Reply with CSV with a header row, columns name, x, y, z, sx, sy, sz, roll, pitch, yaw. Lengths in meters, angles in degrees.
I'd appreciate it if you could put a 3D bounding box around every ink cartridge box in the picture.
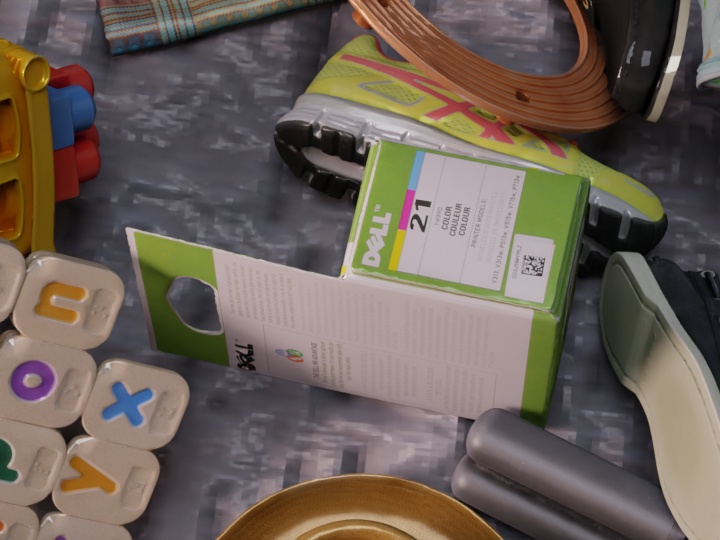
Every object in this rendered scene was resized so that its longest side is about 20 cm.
name,x,y,z,sx,sy,sz,roll,pitch,yaw
ink cartridge box,0.000,0.000,1.182,0.200,0.148,0.076,12,67,6

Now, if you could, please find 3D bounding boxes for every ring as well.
name,x,y,z,sx,sy,sz,roll,pitch,yaw
ring,0.055,-0.140,1.255,0.200,0.019,0.201,25,37,-21

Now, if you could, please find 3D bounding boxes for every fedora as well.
name,x,y,z,sx,sy,sz,roll,pitch,yaw
fedora,0.002,0.179,1.139,0.200,0.082,0.201,0,67,1

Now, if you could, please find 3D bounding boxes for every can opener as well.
name,x,y,z,sx,sy,sz,roll,pitch,yaw
can opener,0.145,0.119,1.192,0.200,0.053,0.067,26,37,12

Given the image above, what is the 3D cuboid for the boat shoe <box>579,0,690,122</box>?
name,x,y,z,sx,sy,sz,roll,pitch,yaw
boat shoe,0.131,-0.150,1.263,0.063,0.074,0.201,12,44,-9

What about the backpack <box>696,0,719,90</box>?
name,x,y,z,sx,sy,sz,roll,pitch,yaw
backpack,0.255,-0.120,1.191,0.200,0.177,0.151,3,87,-43

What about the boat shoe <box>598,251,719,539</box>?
name,x,y,z,sx,sy,sz,roll,pitch,yaw
boat shoe,0.169,0.061,1.172,0.066,0.075,0.199,1,30,-15

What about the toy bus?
name,x,y,z,sx,sy,sz,roll,pitch,yaw
toy bus,-0.203,-0.026,1.203,0.192,0.200,0.136,-16,26,-37

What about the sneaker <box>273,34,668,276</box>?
name,x,y,z,sx,sy,sz,roll,pitch,yaw
sneaker,0.063,-0.066,1.252,0.200,0.078,0.090,21,59,6

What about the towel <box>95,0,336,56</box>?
name,x,y,z,sx,sy,sz,roll,pitch,yaw
towel,-0.054,-0.201,1.340,0.200,0.022,0.147,-15,66,-6

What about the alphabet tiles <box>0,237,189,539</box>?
name,x,y,z,sx,sy,sz,roll,pitch,yaw
alphabet tiles,-0.183,0.080,1.142,0.195,0.015,0.200,14,105,-28
